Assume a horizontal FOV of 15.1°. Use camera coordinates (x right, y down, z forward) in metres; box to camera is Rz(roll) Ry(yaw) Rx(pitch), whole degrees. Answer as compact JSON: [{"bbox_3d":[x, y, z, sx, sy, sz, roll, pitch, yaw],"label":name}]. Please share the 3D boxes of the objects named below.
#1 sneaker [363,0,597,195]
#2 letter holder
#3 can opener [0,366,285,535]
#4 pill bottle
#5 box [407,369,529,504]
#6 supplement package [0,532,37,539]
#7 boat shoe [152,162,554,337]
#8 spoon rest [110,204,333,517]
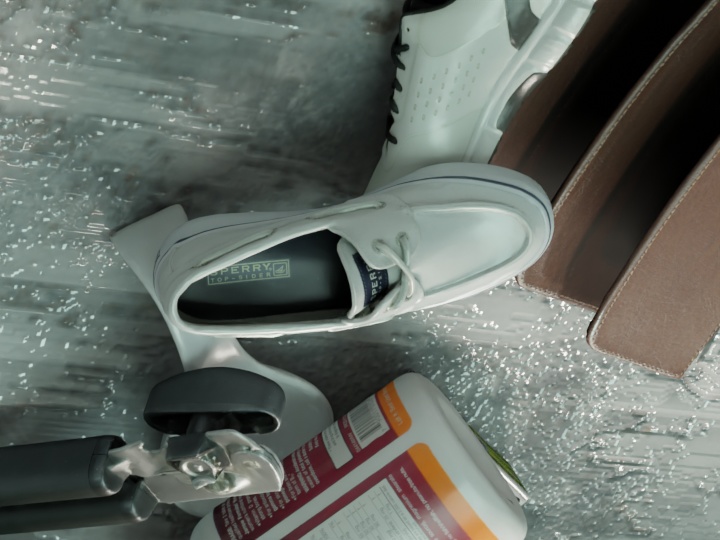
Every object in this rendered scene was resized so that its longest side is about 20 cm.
[{"bbox_3d":[0.040,-0.095,1.359,0.080,0.074,0.200,24,110,-18],"label":"sneaker"},{"bbox_3d":[0.153,-0.064,1.397,0.142,0.101,0.200,18,115,-41],"label":"letter holder"},{"bbox_3d":[-0.123,0.092,1.381,0.200,0.067,0.053,-8,141,31],"label":"can opener"},{"bbox_3d":[-0.020,0.152,1.436,0.200,0.110,0.110,-36,132,6],"label":"pill bottle"},{"bbox_3d":[-0.013,0.155,1.536,0.200,0.035,0.110,-40,132,7],"label":"box"},{"bbox_3d":[-0.193,0.246,1.405,0.117,0.200,0.118,-15,130,-15],"label":"supplement package"},{"bbox_3d":[0.000,0.000,1.321,0.199,0.065,0.074,-14,112,-2],"label":"boat shoe"},{"bbox_3d":[-0.074,0.059,1.416,0.099,0.061,0.200,-26,131,-5],"label":"spoon rest"}]
